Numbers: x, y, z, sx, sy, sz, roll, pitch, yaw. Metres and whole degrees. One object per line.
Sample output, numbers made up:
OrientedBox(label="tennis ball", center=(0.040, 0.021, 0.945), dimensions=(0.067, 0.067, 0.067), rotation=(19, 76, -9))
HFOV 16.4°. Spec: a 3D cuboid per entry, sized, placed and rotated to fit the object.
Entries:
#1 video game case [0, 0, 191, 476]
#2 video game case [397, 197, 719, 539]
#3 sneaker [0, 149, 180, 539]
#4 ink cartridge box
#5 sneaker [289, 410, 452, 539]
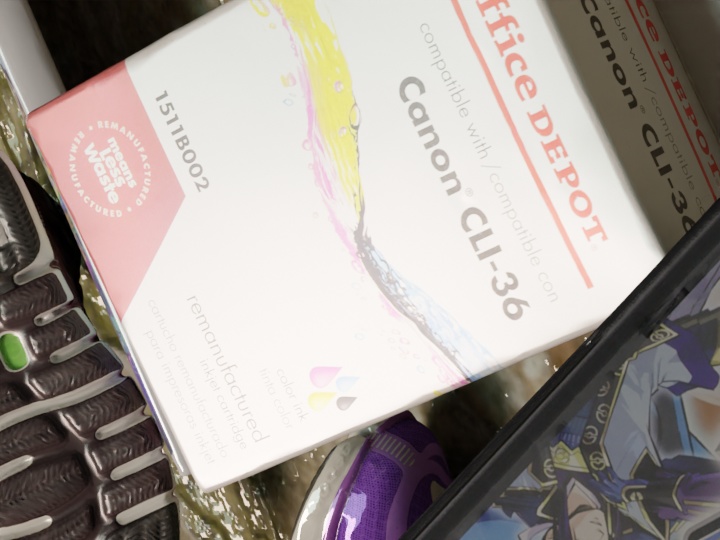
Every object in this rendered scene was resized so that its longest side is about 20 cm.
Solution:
OrientedBox(label="video game case", center=(-0.099, -0.028, 0.892), dimensions=(0.143, 0.018, 0.201), rotation=(-169, 55, -84))
OrientedBox(label="video game case", center=(0.096, 0.116, 0.584), dimensions=(0.200, 0.181, 0.026), rotation=(44, -179, 0))
OrientedBox(label="sneaker", center=(-0.113, 0.039, 0.945), dimensions=(0.116, 0.075, 0.201), rotation=(-72, -36, -82))
OrientedBox(label="ink cartridge box", center=(0.023, -0.034, 0.652), dimensions=(0.199, 0.067, 0.117), rotation=(-26, 91, 31))
OrientedBox(label="sneaker", center=(0.038, 0.132, 0.831), dimensions=(0.083, 0.081, 0.201), rotation=(3, 123, 37))
